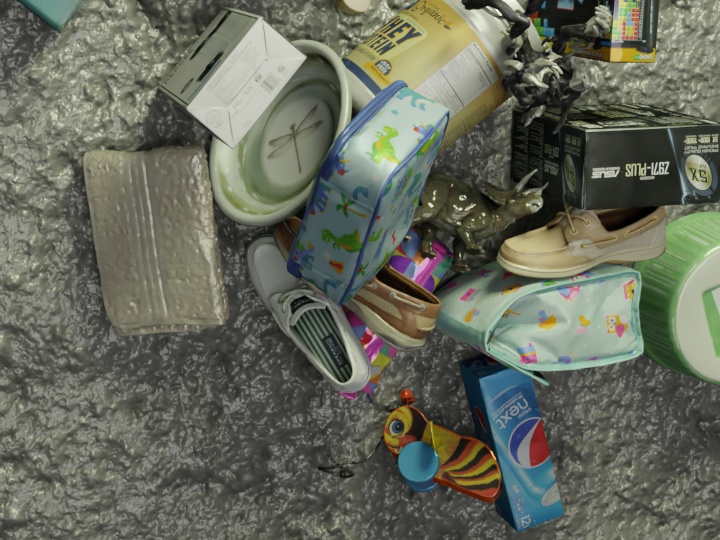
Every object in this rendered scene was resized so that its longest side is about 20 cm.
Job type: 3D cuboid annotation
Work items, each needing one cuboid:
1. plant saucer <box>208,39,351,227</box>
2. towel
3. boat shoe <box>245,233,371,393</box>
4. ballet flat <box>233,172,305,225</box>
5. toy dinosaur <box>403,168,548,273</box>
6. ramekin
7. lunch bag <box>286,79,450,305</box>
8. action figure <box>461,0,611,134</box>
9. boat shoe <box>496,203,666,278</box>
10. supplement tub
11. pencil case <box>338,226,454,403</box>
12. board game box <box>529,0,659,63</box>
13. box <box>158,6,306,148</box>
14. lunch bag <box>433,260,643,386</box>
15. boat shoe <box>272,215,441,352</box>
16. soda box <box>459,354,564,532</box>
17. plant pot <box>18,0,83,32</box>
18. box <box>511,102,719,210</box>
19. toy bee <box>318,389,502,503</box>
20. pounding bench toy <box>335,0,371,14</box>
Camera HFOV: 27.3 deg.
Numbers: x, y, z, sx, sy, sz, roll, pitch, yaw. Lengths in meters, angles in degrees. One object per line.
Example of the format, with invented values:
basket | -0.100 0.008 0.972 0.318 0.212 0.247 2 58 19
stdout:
plant saucer | -0.071 -0.134 1.512 0.050 0.200 0.201 24 95 -43
towel | -0.211 -0.030 1.542 0.132 0.034 0.201 -4 104 8
boat shoe | -0.054 0.040 1.570 0.074 0.067 0.200 -40 80 2
ballet flat | -0.045 -0.092 1.589 0.199 0.069 0.063 -9 91 -16
toy dinosaur | 0.092 -0.064 1.581 0.199 0.077 0.103 12 63 5
ramekin | 0.423 0.038 1.742 0.199 0.098 0.201 -4 103 -16
lunch bag | 0.010 -0.076 1.433 0.082 0.200 0.161 32 48 11
action figure | 0.182 -0.222 1.462 0.119 0.102 0.200 -54 125 -26
boat shoe | 0.238 -0.043 1.583 0.199 0.074 0.069 -11 122 -22
supplement tub | 0.078 -0.209 1.556 0.200 0.144 0.145 -39 110 -5
pencil case | 0.027 0.045 1.631 0.088 0.088 0.200 30 91 -21
board game box | 0.243 -0.308 1.553 0.057 0.200 0.166 -3 103 -19
box | -0.131 -0.195 1.466 0.060 0.200 0.117 39 91 -19
lunch bag | 0.186 0.049 1.632 0.199 0.170 0.122 -12 106 -19
boat shoe | 0.000 0.000 1.553 0.200 0.076 0.072 36 114 -1
soda box | 0.176 0.196 1.720 0.064 0.068 0.201 -19 107 -12
plant pot | -0.329 -0.342 1.406 0.200 0.141 0.141 35 91 -14
box | 0.275 -0.126 1.605 0.163 0.200 0.086 -4 103 -16
toy bee | 0.067 0.191 1.666 0.199 0.131 0.109 15 73 -9
pounding bench toy | -0.008 -0.380 1.500 0.156 0.124 0.200 -40 111 -5
